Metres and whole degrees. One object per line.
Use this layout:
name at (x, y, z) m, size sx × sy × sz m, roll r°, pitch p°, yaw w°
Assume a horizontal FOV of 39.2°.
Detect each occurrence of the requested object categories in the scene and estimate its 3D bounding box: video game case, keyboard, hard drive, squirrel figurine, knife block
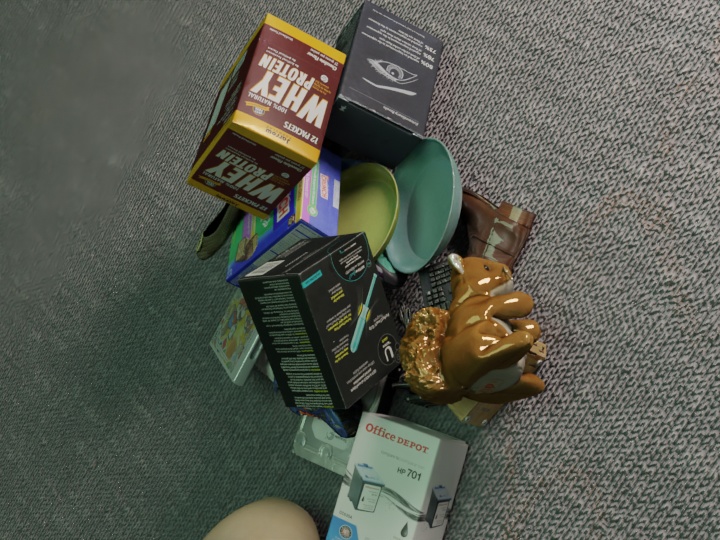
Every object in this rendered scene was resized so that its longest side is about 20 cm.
video game case at (-0.182, 0.075, 1.662) m, size 0.183 × 0.023 × 0.200 m, roll -62°, pitch 23°, yaw 4°
keyboard at (0.107, 0.087, 1.418) m, size 0.126 × 0.021 × 0.202 m, roll -26°, pitch 57°, yaw 27°
hard drive at (-0.020, 0.206, 1.549) m, size 0.139 × 0.038 × 0.202 m, roll 16°, pitch 87°, yaw 39°
squirrel figurine at (0.132, 0.073, 1.318) m, size 0.198 × 0.142 × 0.188 m, roll -20°, pitch 54°, yaw 14°
knife block at (0.140, 0.124, 1.433) m, size 0.200 × 0.064 × 0.176 m, roll -50°, pitch 53°, yaw 14°

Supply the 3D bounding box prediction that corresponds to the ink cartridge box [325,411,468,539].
ink cartridge box at (0.050, 0.318, 1.431) m, size 0.145 × 0.086 × 0.202 m, roll 13°, pitch 86°, yaw 39°

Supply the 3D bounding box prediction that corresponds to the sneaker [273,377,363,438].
sneaker at (-0.066, 0.194, 1.528) m, size 0.200 × 0.075 × 0.079 m, roll 41°, pitch 115°, yaw 43°

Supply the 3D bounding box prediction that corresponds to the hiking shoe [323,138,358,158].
hiking shoe at (-0.019, -0.221, 1.659) m, size 0.200 × 0.100 × 0.077 m, roll -144°, pitch 50°, yaw -61°

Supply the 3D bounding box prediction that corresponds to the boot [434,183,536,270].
boot at (0.147, -0.015, 1.477) m, size 0.185 × 0.064 × 0.202 m, roll 24°, pitch 96°, yaw 41°

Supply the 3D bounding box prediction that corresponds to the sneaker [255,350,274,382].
sneaker at (-0.130, 0.079, 1.647) m, size 0.099 × 0.078 × 0.202 m, roll 17°, pitch 86°, yaw 42°

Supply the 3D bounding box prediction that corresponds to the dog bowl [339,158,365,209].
dog bowl at (-0.063, -0.132, 1.674) m, size 0.198 × 0.049 × 0.113 m, roll -1°, pitch 75°, yaw 36°

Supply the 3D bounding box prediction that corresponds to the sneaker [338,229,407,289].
sneaker at (0.000, 0.000, 1.583) m, size 0.200 × 0.074 × 0.088 m, roll 40°, pitch 112°, yaw 49°

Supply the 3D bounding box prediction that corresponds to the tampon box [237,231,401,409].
tampon box at (-0.051, 0.070, 1.418) m, size 0.125 × 0.150 × 0.202 m, roll -4°, pitch 111°, yaw 42°

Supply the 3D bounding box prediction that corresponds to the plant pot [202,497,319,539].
plant pot at (-0.134, 0.418, 1.496) m, size 0.199 × 0.201 × 0.135 m, roll -10°, pitch 34°, yaw 35°

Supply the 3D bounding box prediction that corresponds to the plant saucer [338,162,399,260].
plant saucer at (-0.012, -0.068, 1.543) m, size 0.199 × 0.031 × 0.202 m, roll -25°, pitch 50°, yaw 33°

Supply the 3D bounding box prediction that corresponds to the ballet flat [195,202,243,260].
ballet flat at (-0.214, -0.094, 1.617) m, size 0.200 × 0.046 × 0.068 m, roll -47°, pitch 30°, yaw 31°

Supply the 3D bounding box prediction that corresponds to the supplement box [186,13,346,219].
supplement box at (-0.139, -0.220, 1.483) m, size 0.197 × 0.132 × 0.202 m, roll -38°, pitch 33°, yaw 54°

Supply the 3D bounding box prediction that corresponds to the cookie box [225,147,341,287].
cookie box at (-0.119, -0.079, 1.576) m, size 0.199 × 0.075 × 0.173 m, roll -36°, pitch 38°, yaw 38°

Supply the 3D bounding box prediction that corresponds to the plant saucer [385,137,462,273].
plant saucer at (0.096, -0.092, 1.483) m, size 0.200 × 0.036 × 0.202 m, roll -31°, pitch 54°, yaw 57°

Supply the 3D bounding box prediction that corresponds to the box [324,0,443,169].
box at (0.028, -0.281, 1.538) m, size 0.104 × 0.147 × 0.202 m, roll -41°, pitch 29°, yaw 55°
